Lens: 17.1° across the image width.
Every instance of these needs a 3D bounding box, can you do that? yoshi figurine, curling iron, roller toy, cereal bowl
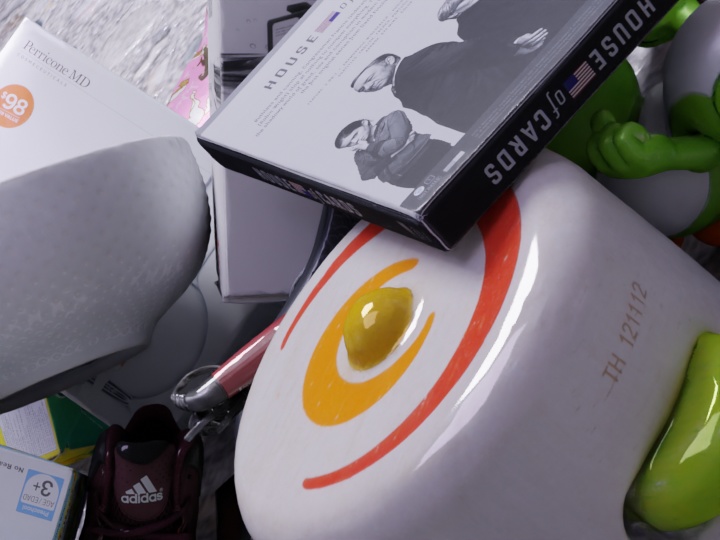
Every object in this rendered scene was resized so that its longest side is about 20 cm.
[{"bbox_3d":[0.117,-0.076,0.917,0.200,0.112,0.112,-45,60,50],"label":"yoshi figurine"},{"bbox_3d":[0.000,0.000,0.980,0.200,0.026,0.050,-40,10,-10],"label":"curling iron"},{"bbox_3d":[0.047,0.054,0.887,0.200,0.140,0.183,-44,27,18],"label":"roller toy"},{"bbox_3d":[-0.155,0.014,1.100,0.200,0.083,0.200,-23,-5,-2],"label":"cereal bowl"}]

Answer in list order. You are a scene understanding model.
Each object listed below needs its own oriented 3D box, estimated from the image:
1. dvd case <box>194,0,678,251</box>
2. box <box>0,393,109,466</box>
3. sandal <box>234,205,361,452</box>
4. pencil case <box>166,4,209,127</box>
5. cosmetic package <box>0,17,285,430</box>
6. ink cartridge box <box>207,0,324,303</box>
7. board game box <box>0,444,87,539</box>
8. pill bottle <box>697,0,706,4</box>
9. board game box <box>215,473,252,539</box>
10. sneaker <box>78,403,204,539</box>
[{"bbox_3d":[0.029,-0.085,0.934,0.150,0.025,0.200,-48,27,-10],"label":"dvd case"},{"bbox_3d":[-0.222,0.069,1.347,0.200,0.048,0.118,-22,80,43],"label":"box"},{"bbox_3d":[0.002,0.010,1.022,0.043,0.076,0.200,-179,108,-82],"label":"sandal"},{"bbox_3d":[-0.083,-0.066,1.317,0.200,0.083,0.087,-65,4,-22],"label":"pencil case"},{"bbox_3d":[-0.133,-0.015,1.228,0.151,0.200,0.052,-55,-17,-8],"label":"cosmetic package"},{"bbox_3d":[-0.028,-0.090,1.103,0.146,0.084,0.200,-135,43,-83],"label":"ink cartridge box"},{"bbox_3d":[-0.191,0.128,1.111,0.200,0.105,0.103,132,155,-83],"label":"board game box"},{"bbox_3d":[0.155,-0.159,1.007,0.200,0.114,0.114,6,62,60],"label":"pill bottle"},{"bbox_3d":[-0.021,0.133,1.032,0.105,0.023,0.200,-39,28,21],"label":"board game box"},{"bbox_3d":[-0.107,0.136,1.055,0.200,0.076,0.116,-90,8,-51],"label":"sneaker"}]
